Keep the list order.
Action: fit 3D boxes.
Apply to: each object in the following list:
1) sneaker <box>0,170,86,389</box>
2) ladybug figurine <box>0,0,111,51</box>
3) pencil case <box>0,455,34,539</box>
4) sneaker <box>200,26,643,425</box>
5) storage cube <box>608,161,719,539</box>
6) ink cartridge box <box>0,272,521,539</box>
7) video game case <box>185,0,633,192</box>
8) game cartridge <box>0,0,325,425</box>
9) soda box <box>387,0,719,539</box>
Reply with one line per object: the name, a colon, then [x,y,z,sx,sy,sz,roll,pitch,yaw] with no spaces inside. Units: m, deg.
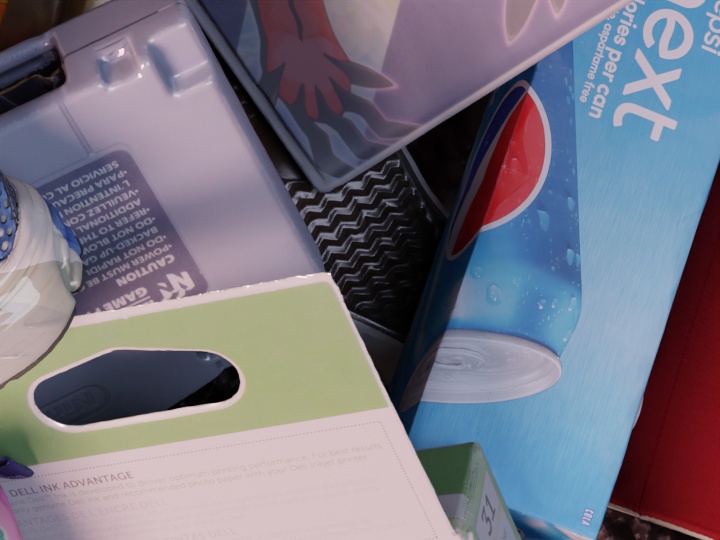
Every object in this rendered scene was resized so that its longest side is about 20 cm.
sneaker: [-0.178,0.020,0.765,0.200,0.077,0.085,-34,127,0]
ladybug figurine: [-0.128,-0.095,0.868,0.136,0.072,0.200,20,94,-20]
pencil case: [-0.186,0.110,0.808,0.200,0.087,0.088,-13,105,10]
sneaker: [0.000,0.000,0.971,0.200,0.085,0.073,42,76,-3]
storage cube: [0.184,0.022,1.013,0.200,0.171,0.180,19,87,-30]
ink cartridge box: [-0.034,0.075,0.849,0.048,0.145,0.200,-73,146,-51]
video game case: [-0.009,-0.141,0.857,0.200,0.182,0.023,54,43,-5]
game cartridge: [-0.117,0.009,0.843,0.200,0.041,0.133,-25,131,2]
soda box: [0.066,-0.014,0.912,0.068,0.064,0.200,22,75,-8]
